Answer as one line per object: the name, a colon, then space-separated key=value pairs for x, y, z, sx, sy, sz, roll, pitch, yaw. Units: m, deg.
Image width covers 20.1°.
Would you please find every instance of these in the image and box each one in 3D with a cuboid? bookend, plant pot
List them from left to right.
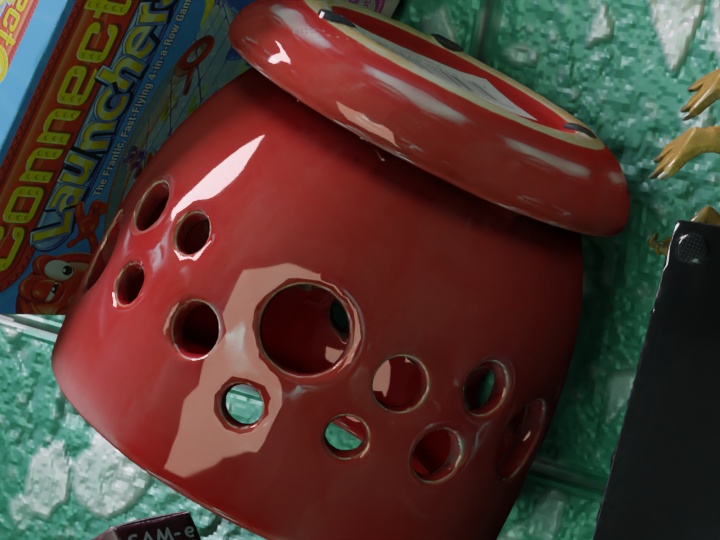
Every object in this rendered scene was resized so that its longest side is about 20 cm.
plant pot: x=0.000 y=0.000 z=0.819 sx=0.200 sy=0.200 sz=0.183 roll=34 pitch=105 yaw=26
bookend: x=0.164 y=0.110 z=0.743 sx=0.092 sy=0.200 sz=0.200 roll=11 pitch=79 yaw=31

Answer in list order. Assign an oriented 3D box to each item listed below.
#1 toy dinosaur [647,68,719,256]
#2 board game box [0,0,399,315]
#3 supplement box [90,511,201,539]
toy dinosaur: x=0.176 y=-0.036 z=0.800 sx=0.106 sy=0.060 sz=0.200 roll=38 pitch=116 yaw=-11
board game box: x=-0.090 y=-0.077 z=0.868 sx=0.056 sy=0.195 sz=0.201 roll=39 pitch=111 yaw=31
supplement box: x=-0.094 y=0.225 z=0.928 sx=0.109 sy=0.061 sz=0.201 roll=-33 pitch=74 yaw=29
